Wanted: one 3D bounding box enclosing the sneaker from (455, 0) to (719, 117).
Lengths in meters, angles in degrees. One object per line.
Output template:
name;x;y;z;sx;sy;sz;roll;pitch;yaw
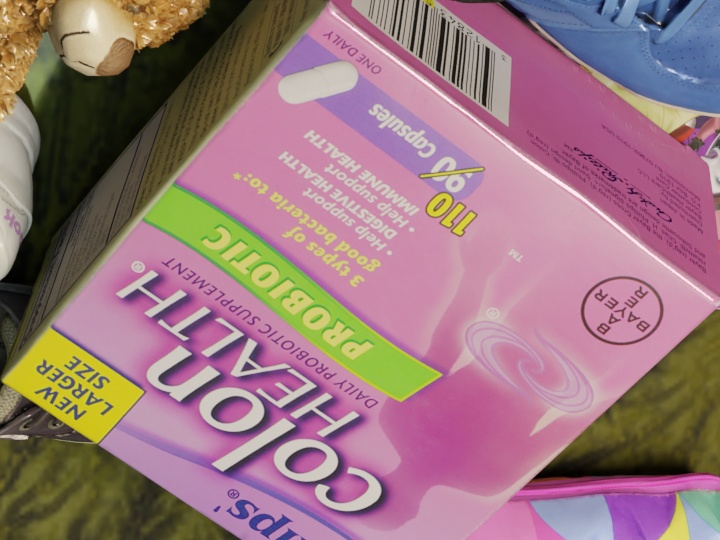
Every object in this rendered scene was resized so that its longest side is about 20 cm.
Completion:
sneaker;0.073;-0.107;0.721;0.199;0.111;0.077;37;107;-9

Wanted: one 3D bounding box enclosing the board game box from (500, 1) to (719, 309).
board game box;0.067;-0.044;0.830;0.198;0.032;0.121;2;127;5

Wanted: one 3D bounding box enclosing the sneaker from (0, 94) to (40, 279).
sneaker;-0.217;-0.036;0.798;0.198;0.100;0.075;2;135;-12

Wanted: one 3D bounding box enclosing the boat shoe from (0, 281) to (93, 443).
boat shoe;-0.140;0.037;0.860;0.198;0.065;0.073;14;102;-17

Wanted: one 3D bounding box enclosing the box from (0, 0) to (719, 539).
box;0.000;0.000;0.792;0.175;0.097;0.200;36;120;-17

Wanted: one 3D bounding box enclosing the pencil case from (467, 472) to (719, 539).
pencil case;0.072;0.128;0.929;0.198;0.088;0.089;0;108;-14

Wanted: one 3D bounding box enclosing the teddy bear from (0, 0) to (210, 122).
teddy bear;-0.149;-0.104;0.743;0.198;0.067;0.145;17;134;-15
